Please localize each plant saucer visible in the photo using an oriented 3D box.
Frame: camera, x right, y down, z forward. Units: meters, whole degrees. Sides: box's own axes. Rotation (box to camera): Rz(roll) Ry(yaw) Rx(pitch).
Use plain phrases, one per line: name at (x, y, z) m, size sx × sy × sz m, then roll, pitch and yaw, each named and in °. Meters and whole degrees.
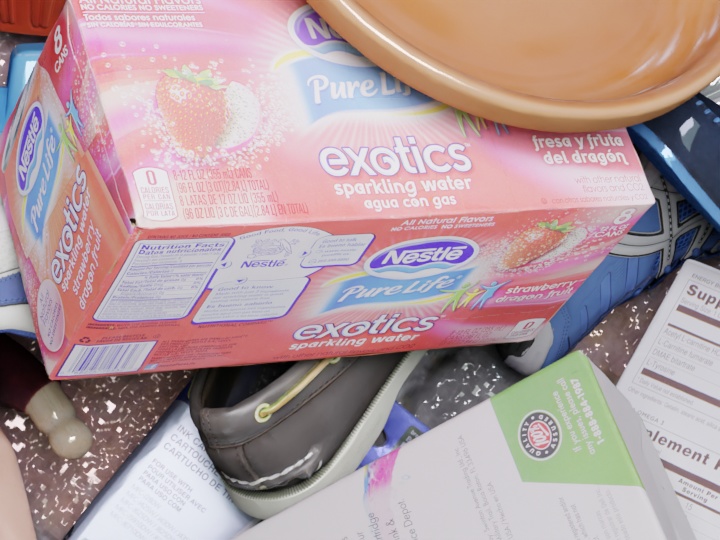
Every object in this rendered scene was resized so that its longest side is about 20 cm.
plant saucer at (0.047, -0.131, 0.780) m, size 0.200 × 0.037 × 0.201 m, roll 11°, pitch 57°, yaw -18°

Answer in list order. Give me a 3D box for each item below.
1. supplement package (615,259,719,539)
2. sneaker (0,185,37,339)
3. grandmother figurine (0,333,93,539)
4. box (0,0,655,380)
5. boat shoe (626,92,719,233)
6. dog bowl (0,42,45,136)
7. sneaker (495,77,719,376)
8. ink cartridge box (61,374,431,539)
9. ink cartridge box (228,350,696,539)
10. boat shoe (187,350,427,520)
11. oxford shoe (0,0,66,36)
supplement package at (0.140, 0.118, 0.865) m, size 0.109 × 0.114 × 0.200 m, roll 24°, pitch 80°, yaw 33°
sneaker at (-0.188, 0.051, 0.793) m, size 0.200 × 0.075 × 0.088 m, roll -43°, pitch 101°, yaw 6°
grandmother figurine at (-0.164, 0.067, 0.853) m, size 0.121 × 0.061 × 0.201 m, roll -10°, pitch 72°, yaw -7°
box at (-0.014, -0.032, 0.778) m, size 0.200 × 0.103 × 0.095 m, roll -4°, pitch 61°, yaw -28°
boat shoe at (0.176, -0.030, 0.865) m, size 0.069 × 0.084 × 0.200 m, roll -48°, pitch 133°, yaw 12°
dog bowl at (-0.143, -0.064, 0.861) m, size 0.199 × 0.111 × 0.050 m, roll -2°, pitch 99°, yaw -9°
sneaker at (0.133, -0.029, 0.914) m, size 0.077 × 0.076 × 0.200 m, roll 42°, pitch 81°, yaw 0°
ink cartridge box at (-0.054, 0.121, 0.892) m, size 0.119 × 0.042 × 0.200 m, roll 39°, pitch 79°, yaw -4°
ink cartridge box at (0.025, 0.132, 0.808) m, size 0.200 × 0.067 × 0.117 m, roll -29°, pitch 55°, yaw 12°
boat shoe at (0.000, 0.000, 0.867) m, size 0.072 × 0.061 × 0.201 m, roll 8°, pitch 54°, yaw 34°
oxford shoe at (-0.182, -0.142, 0.891) m, size 0.199 × 0.071 × 0.073 m, roll 9°, pitch 50°, yaw -1°
